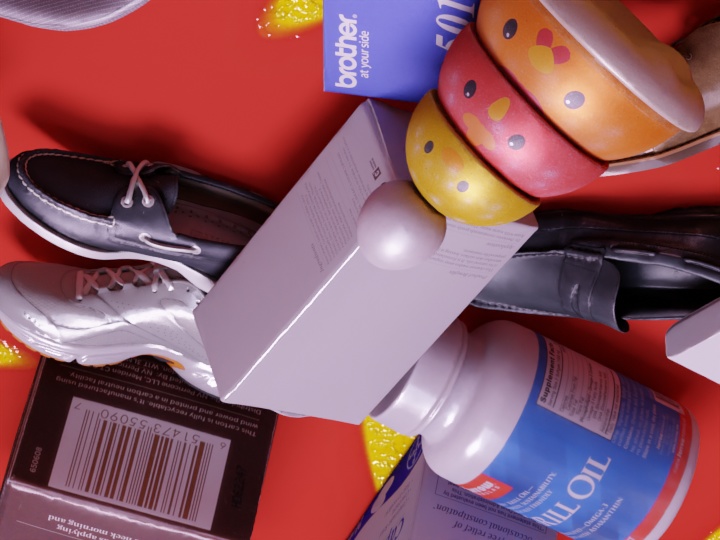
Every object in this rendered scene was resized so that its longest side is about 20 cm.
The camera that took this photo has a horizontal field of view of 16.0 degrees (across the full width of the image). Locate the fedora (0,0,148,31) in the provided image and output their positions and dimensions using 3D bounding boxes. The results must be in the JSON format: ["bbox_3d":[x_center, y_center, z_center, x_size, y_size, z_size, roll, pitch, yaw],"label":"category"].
[{"bbox_3d":[-0.170,-0.194,1.416,0.200,0.090,0.177,-4,135,16],"label":"fedora"}]

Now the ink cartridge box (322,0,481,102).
[{"bbox_3d":[0.028,-0.180,1.424,0.094,0.044,0.200,7,138,7],"label":"ink cartridge box"}]

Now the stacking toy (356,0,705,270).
[{"bbox_3d":[0.076,-0.071,1.402,0.146,0.146,0.200,37,105,-26],"label":"stacking toy"}]

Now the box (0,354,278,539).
[{"bbox_3d":[-0.160,0.156,1.735,0.166,0.164,0.200,16,138,-6],"label":"box"}]

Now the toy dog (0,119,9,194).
[{"bbox_3d":[-0.297,-0.082,1.519,0.139,0.194,0.200,-6,165,-16],"label":"toy dog"}]

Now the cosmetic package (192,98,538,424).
[{"bbox_3d":[0.000,0.000,1.549,0.113,0.081,0.200,14,132,-38],"label":"cosmetic package"}]

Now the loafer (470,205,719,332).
[{"bbox_3d":[0.152,0.003,1.574,0.200,0.070,0.068,-4,135,16],"label":"loafer"}]

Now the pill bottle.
[{"bbox_3d":[0.109,0.100,1.657,0.200,0.112,0.112,25,136,-15],"label":"pill bottle"}]

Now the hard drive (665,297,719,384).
[{"bbox_3d":[0.302,0.055,1.554,0.200,0.027,0.132,25,140,-31],"label":"hard drive"}]

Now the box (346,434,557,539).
[{"bbox_3d":[0.047,0.236,1.749,0.105,0.200,0.184,21,137,-9],"label":"box"}]

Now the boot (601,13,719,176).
[{"bbox_3d":[0.189,-0.106,1.467,0.200,0.074,0.075,-16,111,23],"label":"boot"}]

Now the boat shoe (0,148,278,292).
[{"bbox_3d":[-0.125,-0.039,1.591,0.200,0.076,0.060,16,139,-23],"label":"boat shoe"}]

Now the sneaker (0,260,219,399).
[{"bbox_3d":[-0.137,0.015,1.658,0.200,0.076,0.092,13,131,-13],"label":"sneaker"}]
